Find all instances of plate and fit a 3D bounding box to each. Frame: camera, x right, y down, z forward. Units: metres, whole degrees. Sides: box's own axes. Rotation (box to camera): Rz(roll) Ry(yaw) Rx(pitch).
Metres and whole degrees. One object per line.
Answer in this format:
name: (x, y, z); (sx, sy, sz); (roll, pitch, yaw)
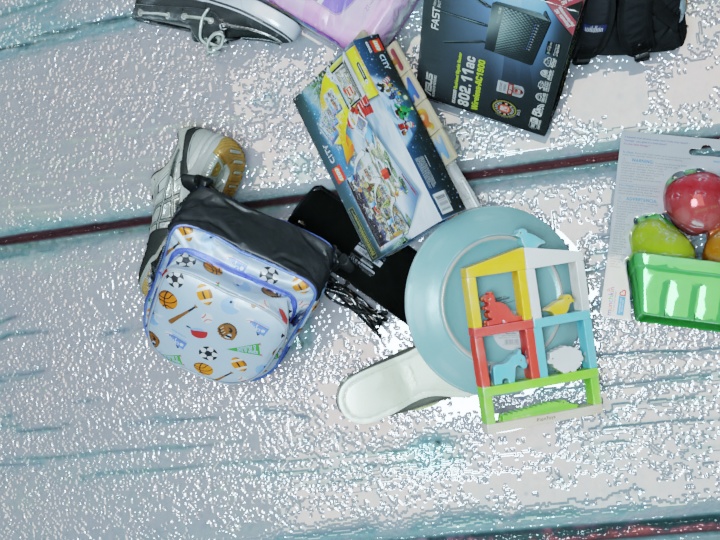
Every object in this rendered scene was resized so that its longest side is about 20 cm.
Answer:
plate: (0.145, 0.032, 1.116); (0.199, 0.026, 0.201); (0, 89, -14)

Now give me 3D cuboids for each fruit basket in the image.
fruit basket: (0.348, -0.037, 1.100); (0.184, 0.094, 0.201); (6, 75, 10)

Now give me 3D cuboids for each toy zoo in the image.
toy zoo: (0.174, 0.057, 1.099); (0.131, 0.020, 0.201); (-9, 91, -14)

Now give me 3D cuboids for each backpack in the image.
backpack: (0.247, -0.314, 1.053); (0.162, 0.200, 0.155); (-2, 71, 11)
backpack: (-0.136, 0.031, 1.119); (0.199, 0.154, 0.191); (28, 137, -1)

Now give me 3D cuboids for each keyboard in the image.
keyboard: (0.000, 0.000, 1.184); (0.200, 0.040, 0.104); (36, 72, 10)

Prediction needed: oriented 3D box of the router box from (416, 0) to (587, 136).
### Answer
router box: (0.138, -0.234, 1.071); (0.149, 0.200, 0.062); (20, 63, 10)

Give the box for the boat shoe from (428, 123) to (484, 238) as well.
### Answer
boat shoe: (0.075, -0.122, 1.151); (0.068, 0.072, 0.201); (-25, 79, -11)

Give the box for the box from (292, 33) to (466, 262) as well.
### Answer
box: (0.016, -0.123, 1.112); (0.038, 0.136, 0.201); (-24, 86, -35)

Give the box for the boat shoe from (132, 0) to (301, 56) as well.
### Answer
boat shoe: (-0.163, -0.275, 1.188); (0.199, 0.074, 0.068); (20, 89, 10)

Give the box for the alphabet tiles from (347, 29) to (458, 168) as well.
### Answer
alphabet tiles: (0.026, -0.141, 1.127); (0.006, 0.166, 0.201); (-23, 83, -35)

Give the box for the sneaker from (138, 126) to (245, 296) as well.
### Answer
sneaker: (-0.203, -0.067, 1.205); (0.087, 0.076, 0.201); (30, 96, 30)

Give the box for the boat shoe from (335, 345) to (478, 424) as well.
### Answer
boat shoe: (0.069, 0.110, 1.144); (0.201, 0.060, 0.072); (-18, 88, -10)

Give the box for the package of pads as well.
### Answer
package of pads: (-0.032, -0.319, 1.165); (0.200, 0.076, 0.121); (33, 92, 9)
